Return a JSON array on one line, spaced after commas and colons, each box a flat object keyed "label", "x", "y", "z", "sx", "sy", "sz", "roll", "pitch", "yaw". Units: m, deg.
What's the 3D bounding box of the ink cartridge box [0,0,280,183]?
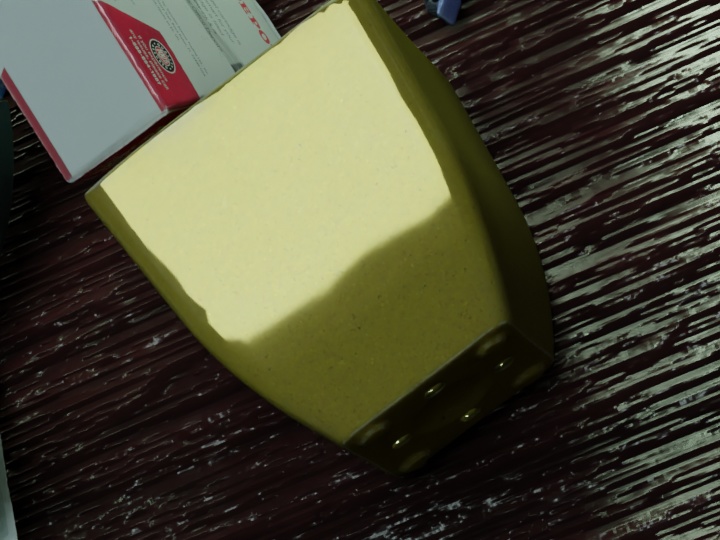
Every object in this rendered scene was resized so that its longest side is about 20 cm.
[{"label": "ink cartridge box", "x": -0.138, "y": -0.143, "z": 1.639, "sx": 0.083, "sy": 0.200, "sz": 0.146, "roll": -35, "pitch": 85, "yaw": 22}]

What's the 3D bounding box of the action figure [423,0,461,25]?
[{"label": "action figure", "x": 0.032, "y": -0.257, "z": 1.693, "sx": 0.192, "sy": 0.104, "sz": 0.201, "roll": -3, "pitch": 66, "yaw": 34}]

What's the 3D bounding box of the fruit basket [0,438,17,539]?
[{"label": "fruit basket", "x": -0.296, "y": 0.157, "z": 1.678, "sx": 0.184, "sy": 0.094, "sz": 0.201, "roll": -25, "pitch": 58, "yaw": 14}]

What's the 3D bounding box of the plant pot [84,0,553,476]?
[{"label": "plant pot", "x": 0.000, "y": 0.000, "z": 1.555, "sx": 0.195, "sy": 0.194, "sz": 0.201, "roll": -36, "pitch": 68, "yaw": 7}]

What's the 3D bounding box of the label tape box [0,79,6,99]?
[{"label": "label tape box", "x": -0.248, "y": -0.178, "z": 1.762, "sx": 0.199, "sy": 0.066, "sz": 0.144, "roll": -7, "pitch": 59, "yaw": 46}]

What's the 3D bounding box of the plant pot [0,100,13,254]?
[{"label": "plant pot", "x": -0.302, "y": -0.020, "z": 1.712, "sx": 0.199, "sy": 0.200, "sz": 0.136, "roll": -11, "pitch": 93, "yaw": 20}]
